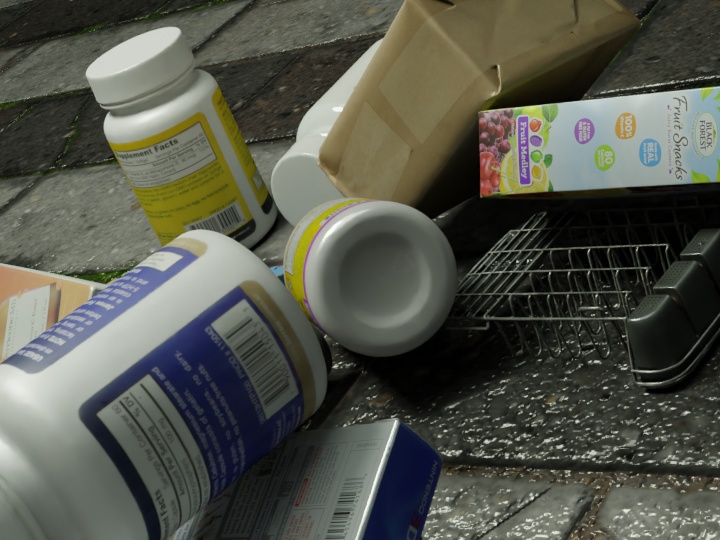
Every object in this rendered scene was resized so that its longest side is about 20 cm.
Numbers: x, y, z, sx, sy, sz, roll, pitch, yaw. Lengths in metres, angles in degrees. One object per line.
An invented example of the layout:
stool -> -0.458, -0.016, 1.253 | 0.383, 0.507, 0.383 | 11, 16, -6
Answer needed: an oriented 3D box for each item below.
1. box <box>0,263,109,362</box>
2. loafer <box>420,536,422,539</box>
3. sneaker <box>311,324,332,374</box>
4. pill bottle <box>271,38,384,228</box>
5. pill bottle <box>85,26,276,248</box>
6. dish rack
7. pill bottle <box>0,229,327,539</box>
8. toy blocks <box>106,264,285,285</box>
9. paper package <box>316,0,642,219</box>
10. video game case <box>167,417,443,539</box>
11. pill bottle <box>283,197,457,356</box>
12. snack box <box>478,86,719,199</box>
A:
box -> -0.199, 0.083, 1.005 | 0.106, 0.153, 0.199 | 14, -4, -37
loafer -> 0.016, 0.178, 0.777 | 0.071, 0.073, 0.200 | -43, 24, -3
sneaker -> -0.128, 0.088, 1.060 | 0.198, 0.077, 0.114 | -3, 26, 30
pill bottle -> 0.008, -0.115, 1.286 | 0.114, 0.115, 0.200 | -5, 31, 36
pill bottle -> -0.165, -0.112, 1.336 | 0.114, 0.201, 0.114 | -20, 25, 10
dish rack -> 0.158, 0.008, 0.984 | 0.199, 0.055, 0.153 | 0, 33, 45
pill bottle -> -0.124, 0.080, 0.730 | 0.200, 0.120, 0.119 | -38, 28, -29
toy blocks -> -0.142, 0.025, 1.199 | 0.199, 0.101, 0.137 | -8, 18, 31
paper package -> 0.090, -0.143, 1.142 | 0.190, 0.104, 0.200 | -29, -17, -37
video game case -> -0.060, 0.180, 0.752 | 0.181, 0.045, 0.201 | -11, 49, 43
pill bottle -> 0.000, 0.000, 1.053 | 0.104, 0.105, 0.200 | -28, 7, -6
snack box -> 0.210, -0.086, 1.016 | 0.199, 0.068, 0.168 | 0, 3, 39
